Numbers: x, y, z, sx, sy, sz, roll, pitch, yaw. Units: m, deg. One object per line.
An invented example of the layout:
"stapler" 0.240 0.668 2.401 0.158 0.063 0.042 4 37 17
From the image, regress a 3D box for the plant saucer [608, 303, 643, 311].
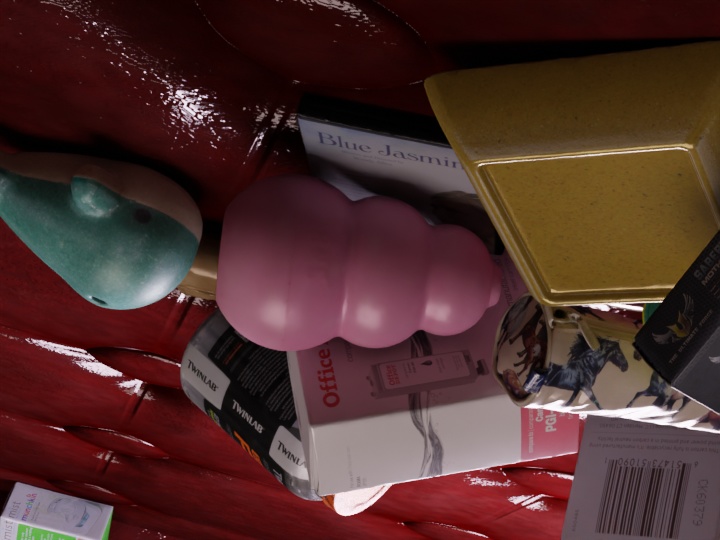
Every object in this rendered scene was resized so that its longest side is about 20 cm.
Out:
"plant saucer" 0.192 -0.020 1.229 0.199 0.051 0.201 8 160 3

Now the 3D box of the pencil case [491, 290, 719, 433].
"pencil case" 0.195 0.064 1.258 0.199 0.078 0.089 9 156 -17

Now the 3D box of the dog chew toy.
"dog chew toy" 0.000 0.000 1.293 0.199 0.125 0.125 7 163 -2

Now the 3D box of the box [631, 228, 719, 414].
"box" 0.271 0.005 1.036 0.157 0.200 0.051 27 -165 -36

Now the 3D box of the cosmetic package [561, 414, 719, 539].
"cosmetic package" 0.313 0.197 1.634 0.164 0.166 0.200 -2 156 43

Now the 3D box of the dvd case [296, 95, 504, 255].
"dvd case" 0.034 -0.063 1.291 0.142 0.018 0.200 12 162 8

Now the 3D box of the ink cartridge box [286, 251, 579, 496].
"ink cartridge box" 0.049 0.073 1.355 0.199 0.147 0.083 -9 136 -5

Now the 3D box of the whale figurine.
"whale figurine" -0.226 -0.035 1.434 0.199 0.104 0.159 18 163 -13

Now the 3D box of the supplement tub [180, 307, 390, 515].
"supplement tub" -0.056 0.119 1.630 0.200 0.123 0.123 39 176 30

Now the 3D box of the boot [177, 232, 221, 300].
"boot" -0.061 0.003 1.493 0.199 0.067 0.175 12 162 12

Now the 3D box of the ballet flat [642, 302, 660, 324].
"ballet flat" 0.275 0.047 1.158 0.199 0.067 0.067 16 175 29

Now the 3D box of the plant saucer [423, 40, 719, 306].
"plant saucer" 0.154 -0.042 1.095 0.199 0.049 0.200 -3 139 28

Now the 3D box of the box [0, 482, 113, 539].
"box" -0.523 0.476 3.107 0.175 0.097 0.201 14 124 -1
